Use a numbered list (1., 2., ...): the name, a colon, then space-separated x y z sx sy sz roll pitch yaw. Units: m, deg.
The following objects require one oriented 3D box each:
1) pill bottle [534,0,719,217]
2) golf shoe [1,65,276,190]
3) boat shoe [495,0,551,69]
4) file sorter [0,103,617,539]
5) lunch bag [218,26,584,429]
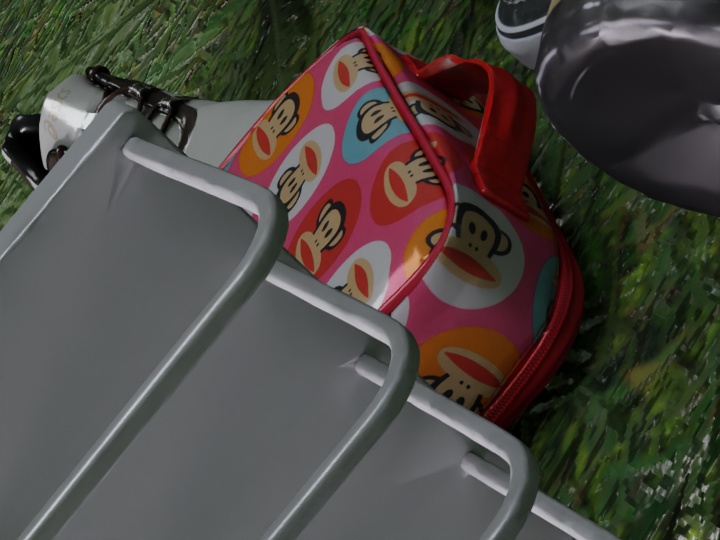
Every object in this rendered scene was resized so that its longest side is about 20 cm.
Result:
1. pill bottle: 0.128 -0.123 0.728 0.112 0.112 0.201 -20 45 55
2. golf shoe: -0.094 -0.047 1.099 0.200 0.094 0.078 -14 49 56
3. boat shoe: 0.103 -0.152 0.863 0.199 0.068 0.074 -42 29 34
4. file sorter: -0.017 0.082 0.634 0.139 0.200 0.124 -50 27 -8
5. lunch bag: 0.000 0.000 0.874 0.176 0.082 0.200 -51 24 16
